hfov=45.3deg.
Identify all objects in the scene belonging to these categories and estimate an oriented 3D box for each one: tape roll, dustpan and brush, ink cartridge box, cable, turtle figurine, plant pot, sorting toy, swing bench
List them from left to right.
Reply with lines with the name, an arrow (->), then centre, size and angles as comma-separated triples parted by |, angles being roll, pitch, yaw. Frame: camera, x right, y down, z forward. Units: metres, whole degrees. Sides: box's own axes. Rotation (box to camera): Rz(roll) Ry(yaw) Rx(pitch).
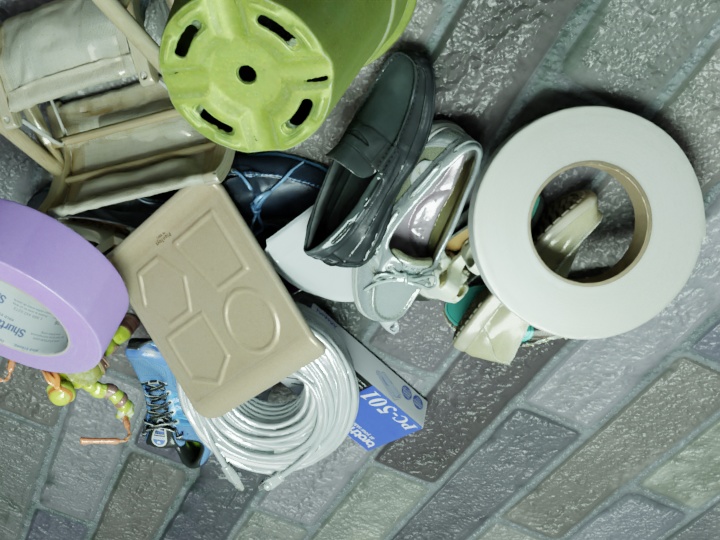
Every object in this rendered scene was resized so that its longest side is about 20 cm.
tape roll -> -0.332, 0.018, 0.840 | 0.199, 0.066, 0.200 | 13, 144, 9
turtle figurine -> -0.319, 0.090, 0.967 | 0.200, 0.162, 0.064 | 34, 129, -17
swing bench -> -0.233, -0.164, 0.752 | 0.198, 0.130, 0.200 | -10, 134, 19
sorting toy -> -0.144, 0.030, 0.838 | 0.185, 0.036, 0.200 | -33, 92, 35
cable -> -0.098, 0.126, 0.934 | 0.199, 0.069, 0.200 | -28, 107, 18
plant pot -> -0.062, -0.189, 0.647 | 0.199, 0.190, 0.201 | 6, 132, 6
ink cartridge box -> -0.022, 0.130, 1.017 | 0.094, 0.044, 0.200 | -30, 119, 34
dustpan and brush -> 0.000, 0.000, 0.862 | 0.139, 0.057, 0.200 | -37, 119, -8
tape roll -> 0.195, -0.041, 0.750 | 0.202, 0.037, 0.204 | 0, 95, 0

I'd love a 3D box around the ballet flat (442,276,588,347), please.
ballet flat -> 0.187, 0.047, 0.889 | 0.199, 0.076, 0.064 | -1, 165, 20

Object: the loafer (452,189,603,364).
loafer -> 0.169, 0.010, 0.826 | 0.068, 0.076, 0.200 | 35, 113, -4

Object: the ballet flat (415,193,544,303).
ballet flat -> 0.098, -0.015, 0.847 | 0.068, 0.069, 0.200 | 31, 130, -17

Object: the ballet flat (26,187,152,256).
ballet flat -> -0.260, -0.030, 0.911 | 0.199, 0.073, 0.073 | 16, 132, -2

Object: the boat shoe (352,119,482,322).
boat shoe -> 0.052, -0.036, 0.794 | 0.074, 0.065, 0.203 | 16, 110, -28

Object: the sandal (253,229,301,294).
sandal -> -0.073, -0.004, 0.904 | 0.199, 0.048, 0.076 | -4, 130, 12

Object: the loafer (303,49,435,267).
loafer -> 0.006, -0.096, 0.750 | 0.070, 0.068, 0.201 | 6, 111, -47

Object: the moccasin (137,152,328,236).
moccasin -> -0.122, -0.070, 0.844 | 0.199, 0.068, 0.081 | 3, 130, 5

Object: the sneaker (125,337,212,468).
sneaker -> -0.215, 0.157, 0.998 | 0.078, 0.089, 0.200 | 0, 133, 30

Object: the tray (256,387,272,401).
tray -> -0.165, 0.143, 1.042 | 0.107, 0.022, 0.200 | 27, 142, 2
